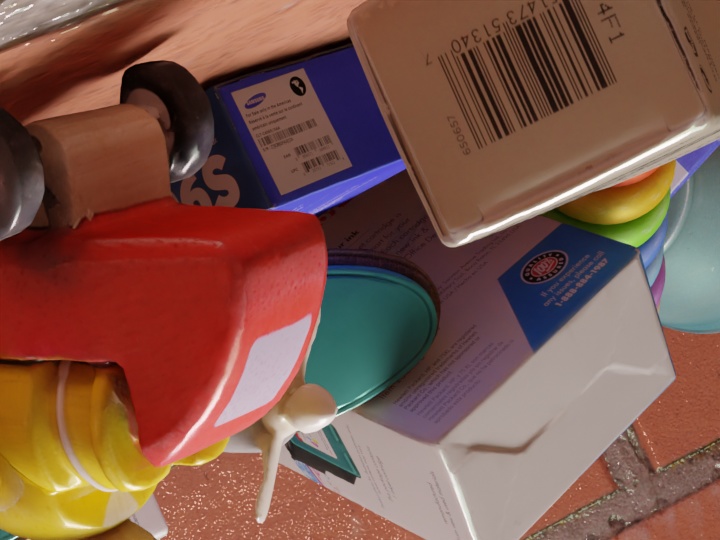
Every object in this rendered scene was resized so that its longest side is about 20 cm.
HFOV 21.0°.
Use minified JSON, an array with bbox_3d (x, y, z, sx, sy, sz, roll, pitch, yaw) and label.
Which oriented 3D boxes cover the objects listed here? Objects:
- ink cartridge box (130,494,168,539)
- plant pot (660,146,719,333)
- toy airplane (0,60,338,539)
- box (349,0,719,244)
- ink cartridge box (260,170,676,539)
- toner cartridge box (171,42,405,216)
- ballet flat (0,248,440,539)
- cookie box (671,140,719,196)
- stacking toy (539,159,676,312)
[{"bbox_3d":[-0.234,0.130,1.115,0.199,0.145,0.084,-24,178,-24],"label":"ink cartridge box"},{"bbox_3d":[0.220,-0.056,1.455,0.199,0.201,0.187,-25,163,30],"label":"plant pot"},{"bbox_3d":[-0.099,0.047,0.515,0.199,0.142,0.199,-25,179,-5],"label":"toy airplane"},{"bbox_3d":[0.071,-0.062,0.578,0.082,0.069,0.200,-25,178,21],"label":"box"},{"bbox_3d":[0.010,0.025,0.772,0.116,0.068,0.199,-41,-142,-24],"label":"ink cartridge box"},{"bbox_3d":[-0.069,-0.016,0.670,0.199,0.043,0.095,-27,177,43],"label":"toner cartridge box"},{"bbox_3d":[-0.071,0.039,0.688,0.199,0.068,0.072,-27,-161,-9],"label":"ballet flat"},{"bbox_3d":[0.121,-0.046,1.155,0.171,0.075,0.200,-46,-177,-12],"label":"cookie box"},{"bbox_3d":[0.094,-0.039,0.776,0.085,0.086,0.200,-24,152,-17],"label":"stacking toy"}]
